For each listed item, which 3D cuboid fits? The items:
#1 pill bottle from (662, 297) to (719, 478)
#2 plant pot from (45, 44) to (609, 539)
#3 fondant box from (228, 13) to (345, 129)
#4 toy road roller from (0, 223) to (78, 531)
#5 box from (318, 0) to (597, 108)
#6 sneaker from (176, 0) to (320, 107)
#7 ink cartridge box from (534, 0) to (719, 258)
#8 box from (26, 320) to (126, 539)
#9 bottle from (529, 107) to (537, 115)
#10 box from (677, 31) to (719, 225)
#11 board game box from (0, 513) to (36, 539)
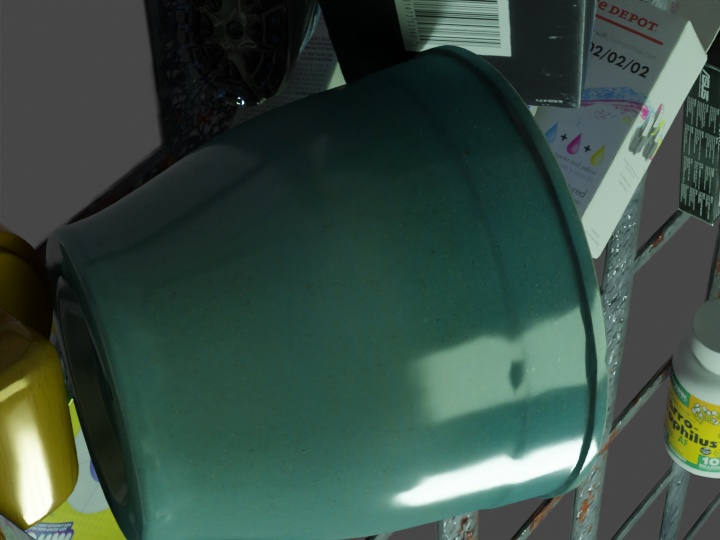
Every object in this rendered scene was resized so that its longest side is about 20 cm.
[{"bbox_3d":[0.396,0.127,1.667,0.113,0.112,0.202,-43,148,-30],"label":"pill bottle"},{"bbox_3d":[-0.026,0.024,0.636,0.186,0.201,0.202,-15,134,-19],"label":"plant pot"},{"bbox_3d":[-0.023,-0.018,0.814,0.144,0.058,0.202,43,62,-53],"label":"fondant box"},{"bbox_3d":[-0.197,0.054,0.566,0.200,0.145,0.124,-40,145,-35],"label":"toy road roller"},{"bbox_3d":[0.050,-0.202,0.658,0.200,0.121,0.201,66,29,-73],"label":"box"},{"bbox_3d":[-0.043,-0.184,0.703,0.085,0.076,0.202,-48,152,-57],"label":"sneaker"},{"bbox_3d":[0.153,-0.126,1.025,0.202,0.114,0.068,-61,153,-2],"label":"ink cartridge box"},{"bbox_3d":[-0.147,0.092,0.793,0.202,0.048,0.117,-59,151,-1],"label":"box"},{"bbox_3d":[0.059,-0.138,0.908,0.084,0.065,0.200,-59,152,-5],"label":"bottle"},{"bbox_3d":[0.365,-0.175,1.411,0.193,0.047,0.201,-48,149,-28],"label":"box"},{"bbox_3d":[-0.209,0.154,0.590,0.197,0.042,0.200,-15,156,-1],"label":"board game box"}]
